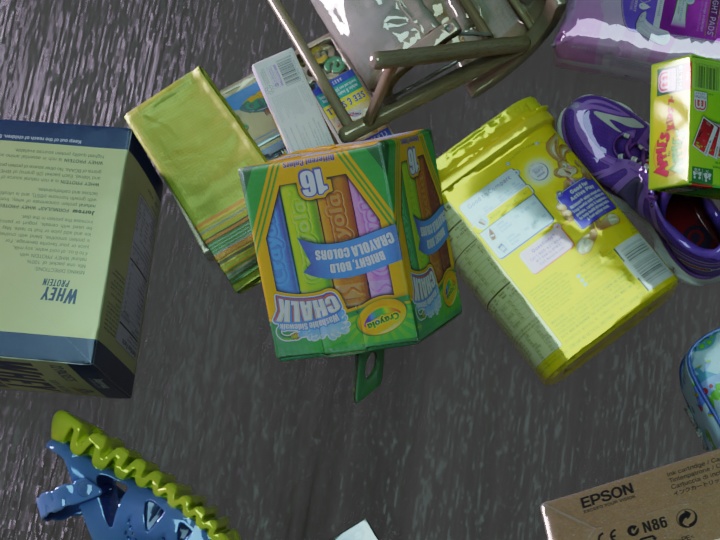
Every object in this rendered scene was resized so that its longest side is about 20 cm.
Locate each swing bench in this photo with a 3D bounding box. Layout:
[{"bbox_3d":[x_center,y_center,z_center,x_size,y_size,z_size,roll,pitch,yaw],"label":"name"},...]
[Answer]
[{"bbox_3d":[0.036,-0.248,1.226,0.200,0.130,0.199,-22,71,-24],"label":"swing bench"}]

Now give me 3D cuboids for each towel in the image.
[{"bbox_3d":[-0.122,-0.081,1.224,0.086,0.018,0.200,-33,74,-6],"label":"towel"}]

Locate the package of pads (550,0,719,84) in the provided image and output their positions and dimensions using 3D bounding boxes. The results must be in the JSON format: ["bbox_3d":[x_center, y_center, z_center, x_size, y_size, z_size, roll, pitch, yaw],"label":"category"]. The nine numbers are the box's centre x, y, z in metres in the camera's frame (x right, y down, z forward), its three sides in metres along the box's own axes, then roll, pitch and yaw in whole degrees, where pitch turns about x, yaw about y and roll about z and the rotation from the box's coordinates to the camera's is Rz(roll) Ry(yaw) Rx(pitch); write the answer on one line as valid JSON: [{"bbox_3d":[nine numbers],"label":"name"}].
[{"bbox_3d":[0.274,-0.221,1.231,0.200,0.076,0.121,12,77,8],"label":"package of pads"}]

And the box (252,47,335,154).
[{"bbox_3d":[-0.036,-0.090,1.204,0.041,0.039,0.200,-24,92,-2],"label":"box"}]

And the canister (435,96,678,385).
[{"bbox_3d":[0.149,-0.023,1.176,0.148,0.087,0.200,-36,75,-5],"label":"canister"}]

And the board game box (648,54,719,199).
[{"bbox_3d":[0.325,-0.107,1.143,0.200,0.048,0.102,5,85,-30],"label":"board game box"}]

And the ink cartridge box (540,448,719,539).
[{"bbox_3d":[0.250,0.211,1.038,0.200,0.165,0.075,-18,48,8],"label":"ink cartridge box"}]

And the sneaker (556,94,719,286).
[{"bbox_3d":[0.249,-0.079,1.186,0.081,0.083,0.200,-40,74,-8],"label":"sneaker"}]

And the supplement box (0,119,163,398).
[{"bbox_3d":[-0.286,-0.009,1.181,0.200,0.134,0.200,4,73,6],"label":"supplement box"}]

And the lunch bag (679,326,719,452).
[{"bbox_3d":[0.367,0.098,1.124,0.200,0.082,0.161,-25,72,-3],"label":"lunch bag"}]

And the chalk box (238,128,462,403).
[{"bbox_3d":[0.000,0.000,1.115,0.124,0.125,0.200,-9,98,21],"label":"chalk box"}]

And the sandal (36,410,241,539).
[{"bbox_3d":[-0.185,0.197,1.147,0.200,0.079,0.087,28,81,20],"label":"sandal"}]

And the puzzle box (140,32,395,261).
[{"bbox_3d":[-0.079,-0.111,1.252,0.200,0.025,0.133,-29,74,-4],"label":"puzzle box"}]

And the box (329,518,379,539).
[{"bbox_3d":[-0.045,0.308,1.118,0.200,0.038,0.137,-31,73,-5],"label":"box"}]
